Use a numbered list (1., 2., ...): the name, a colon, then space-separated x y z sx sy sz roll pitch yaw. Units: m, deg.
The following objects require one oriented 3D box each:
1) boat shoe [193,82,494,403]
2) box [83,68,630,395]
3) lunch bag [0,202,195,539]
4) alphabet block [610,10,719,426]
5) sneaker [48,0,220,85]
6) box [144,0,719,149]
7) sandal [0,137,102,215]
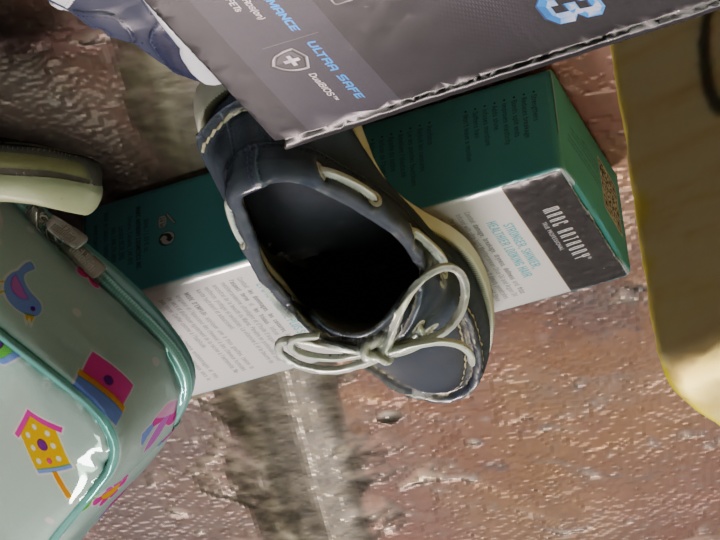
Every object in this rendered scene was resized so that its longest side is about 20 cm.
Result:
1. boat shoe: 0.000 0.000 1.030 0.075 0.062 0.200 -16 142 11
2. box: -0.003 -0.011 1.112 0.199 0.049 0.082 -16 145 17
3. lunch bag: -0.163 0.045 1.104 0.160 0.077 0.200 43 134 3
4. alphabet block: 0.221 -0.040 0.969 0.200 0.196 0.196 -26 140 27
5. sneaker: -0.122 -0.116 0.915 0.108 0.070 0.200 -23 136 18
6. box: 0.017 -0.130 0.835 0.198 0.050 0.200 -16 144 21
7. sandal: -0.190 -0.023 0.983 0.200 0.058 0.080 4 -171 -5
